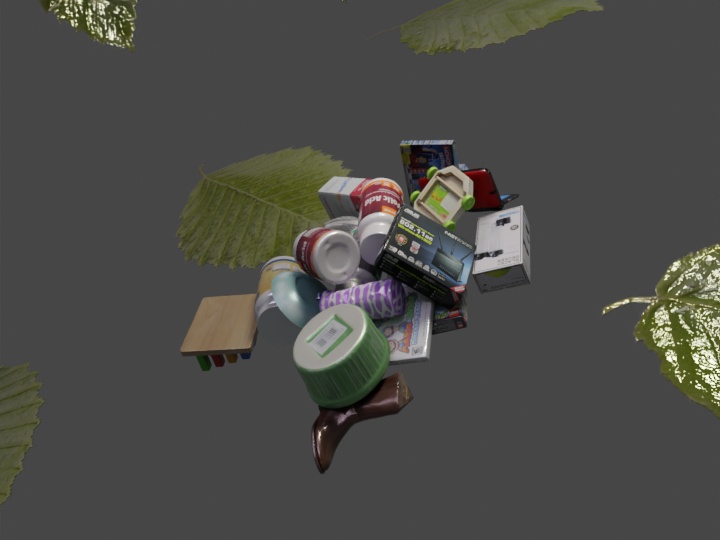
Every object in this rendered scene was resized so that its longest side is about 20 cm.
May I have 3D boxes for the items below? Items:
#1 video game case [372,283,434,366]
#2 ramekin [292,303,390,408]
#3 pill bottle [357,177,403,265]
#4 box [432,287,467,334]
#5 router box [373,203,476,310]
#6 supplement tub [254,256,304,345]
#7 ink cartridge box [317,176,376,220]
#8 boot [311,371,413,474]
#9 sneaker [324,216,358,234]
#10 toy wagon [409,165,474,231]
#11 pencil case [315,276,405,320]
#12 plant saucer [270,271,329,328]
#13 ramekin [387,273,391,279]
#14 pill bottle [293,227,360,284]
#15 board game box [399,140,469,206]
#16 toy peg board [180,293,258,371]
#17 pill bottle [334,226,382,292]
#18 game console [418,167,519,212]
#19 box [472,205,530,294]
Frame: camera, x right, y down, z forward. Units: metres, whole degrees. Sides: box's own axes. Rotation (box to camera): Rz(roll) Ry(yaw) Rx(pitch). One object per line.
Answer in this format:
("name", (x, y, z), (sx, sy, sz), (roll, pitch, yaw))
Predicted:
("video game case", (0.073, 0.112, 1.256), (0.177, 0.024, 0.205), (-11, 49, 28))
("ramekin", (-0.044, 0.165, 1.179), (0.195, 0.099, 0.203), (-22, 34, 15))
("pill bottle", (0.048, -0.116, 1.378), (0.111, 0.116, 0.204), (-18, 40, 19))
("box", (0.140, 0.095, 1.283), (0.194, 0.035, 0.112), (-16, 36, 23))
("router box", (0.142, -0.031, 1.240), (0.063, 0.196, 0.152), (-57, 6, 49))
("supplement tub", (-0.197, 0.075, 1.486), (0.141, 0.147, 0.203), (-23, 33, 12))
("ink cartridge box", (-0.014, -0.184, 1.669), (0.083, 0.148, 0.197), (-44, 35, -24))
("boot", (0.007, 0.289, 1.124), (0.194, 0.065, 0.190), (-16, 38, 16))
("sneaker", (-0.003, -0.099, 1.550), (0.192, 0.091, 0.075), (5, 8, 6))
("toy wagon", (0.174, -0.142, 1.341), (0.202, 0.039, 0.156), (-54, 44, 12))
("pencil case", (0.003, 0.068, 1.269), (0.194, 0.085, 0.087), (-9, 38, 27))
("plant saucer", (-0.122, 0.064, 1.394), (0.039, 0.197, 0.204), (-51, 24, 27))
("ramekin", (0.141, -0.046, 1.410), (0.197, 0.096, 0.205), (-22, 34, 16))
("pill bottle", (-0.086, -0.039, 1.353), (0.113, 0.116, 0.199), (-40, 20, -14))
("board game box", (0.219, -0.271, 1.585), (0.193, 0.204, 0.063), (5, 44, 22))
("toy peg board", (-0.348, 0.171, 1.558), (0.191, 0.100, 0.203), (-4, 40, 11))
("pill bottle", (0.000, 0.000, 1.442), (0.110, 0.114, 0.204), (-9, 46, 30))
("game console", (0.270, -0.206, 1.445), (0.195, 0.174, 0.121), (-1, 46, 39))
("box", (0.317, -0.048, 1.298), (0.113, 0.061, 0.203), (-13, 38, 27))
